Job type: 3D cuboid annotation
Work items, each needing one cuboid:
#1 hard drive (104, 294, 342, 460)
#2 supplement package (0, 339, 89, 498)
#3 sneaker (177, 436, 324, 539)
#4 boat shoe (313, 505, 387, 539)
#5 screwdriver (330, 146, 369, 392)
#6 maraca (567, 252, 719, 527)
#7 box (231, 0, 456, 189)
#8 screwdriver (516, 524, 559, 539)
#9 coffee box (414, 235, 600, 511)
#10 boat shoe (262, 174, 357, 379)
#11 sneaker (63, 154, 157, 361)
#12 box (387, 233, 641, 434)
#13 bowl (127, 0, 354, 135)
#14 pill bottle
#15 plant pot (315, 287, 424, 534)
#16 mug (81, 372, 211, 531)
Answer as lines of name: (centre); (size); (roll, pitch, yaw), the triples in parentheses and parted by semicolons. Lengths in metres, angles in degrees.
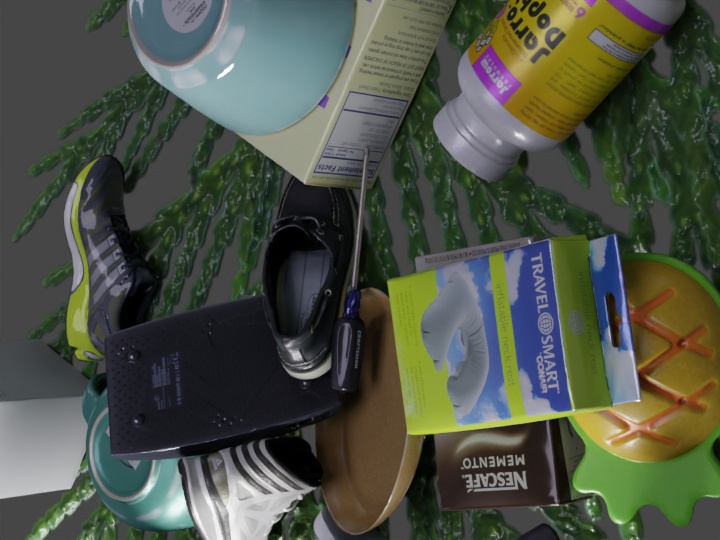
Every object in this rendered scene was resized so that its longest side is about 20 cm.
hard drive: (-0.118, 0.093, 1.333); (0.198, 0.042, 0.136); (-13, 54, 3)
supplement package: (-0.370, 0.146, 1.511); (0.117, 0.199, 0.118); (32, 109, 33)
sneaker: (-0.079, 0.212, 1.340); (0.114, 0.201, 0.076); (-17, 53, -3)
boat shoe: (0.017, 0.286, 1.290); (0.065, 0.073, 0.200); (-52, 60, 21)
screwdriver: (0.000, 0.000, 1.271); (0.028, 0.029, 0.202); (-170, 90, -77)
maraca: (0.207, 0.087, 1.124); (0.136, 0.107, 0.202); (0, 99, 22)
box: (-0.036, -0.199, 1.320); (0.176, 0.096, 0.201); (36, 110, 32)
screwdriver: (0.072, 0.260, 1.195); (0.199, 0.029, 0.028); (-34, 68, -13)
coffee box: (0.117, 0.081, 1.208); (0.112, 0.080, 0.202); (-10, 83, 37)
boat shoe: (-0.049, -0.013, 1.309); (0.074, 0.066, 0.201); (-2, 63, 21)
sneaker: (-0.234, -0.011, 1.498); (0.080, 0.074, 0.202); (2, 97, 28)
box: (0.105, 0.049, 1.116); (0.199, 0.047, 0.123); (-16, 80, 50)
bowl: (-0.114, -0.214, 1.254); (0.200, 0.105, 0.203); (-1, 89, 39)
pill bottle: (0.144, -0.162, 1.174); (0.200, 0.104, 0.105); (-48, 63, 27)
plant pot: (0.010, 0.116, 1.278); (0.200, 0.027, 0.202); (-174, 90, -68)
mug: (-0.190, 0.163, 1.425); (0.184, 0.114, 0.153); (-10, 84, 37)
